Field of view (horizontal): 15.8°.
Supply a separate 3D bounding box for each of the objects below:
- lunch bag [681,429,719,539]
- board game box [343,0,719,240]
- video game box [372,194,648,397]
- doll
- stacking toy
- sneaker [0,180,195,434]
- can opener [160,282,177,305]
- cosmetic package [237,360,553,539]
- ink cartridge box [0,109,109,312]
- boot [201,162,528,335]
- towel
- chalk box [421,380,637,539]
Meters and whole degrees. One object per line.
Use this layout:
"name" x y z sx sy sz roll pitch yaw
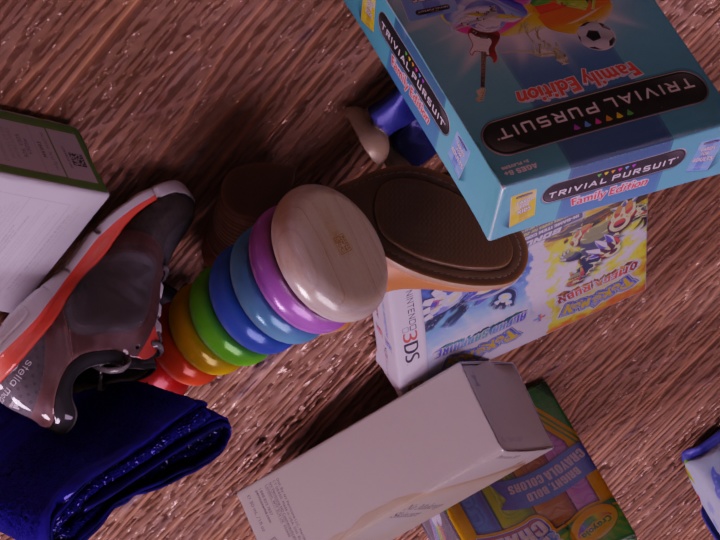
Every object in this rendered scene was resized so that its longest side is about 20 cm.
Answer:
"lunch bag" 0.369 0.222 2.185 0.127 0.170 0.200 -34 150 7
"board game box" 0.097 -0.123 1.457 0.150 0.200 0.047 -16 146 -21
"video game box" 0.101 -0.010 1.764 0.199 0.047 0.183 -24 150 -10
"doll" 0.093 -0.125 1.592 0.199 0.049 0.136 -32 149 9
"stacking toy" -0.080 0.025 1.545 0.200 0.086 0.085 -29 153 36
"sneaker" -0.146 0.027 1.516 0.200 0.082 0.077 -49 180 -40
"can opener" -0.166 0.078 1.673 0.200 0.079 0.063 -46 -176 29
"cosmetic package" 0.025 0.141 1.840 0.199 0.073 0.103 -31 165 22
"ink cartridge box" -0.248 -0.041 1.424 0.199 0.059 0.104 10 131 -46
"boot" 0.000 0.000 1.623 0.199 0.074 0.155 13 149 2
"towel" -0.193 0.093 1.517 0.147 0.199 0.050 -31 122 -39
"chalk box" 0.133 0.210 1.948 0.123 0.200 0.125 -23 148 -10
